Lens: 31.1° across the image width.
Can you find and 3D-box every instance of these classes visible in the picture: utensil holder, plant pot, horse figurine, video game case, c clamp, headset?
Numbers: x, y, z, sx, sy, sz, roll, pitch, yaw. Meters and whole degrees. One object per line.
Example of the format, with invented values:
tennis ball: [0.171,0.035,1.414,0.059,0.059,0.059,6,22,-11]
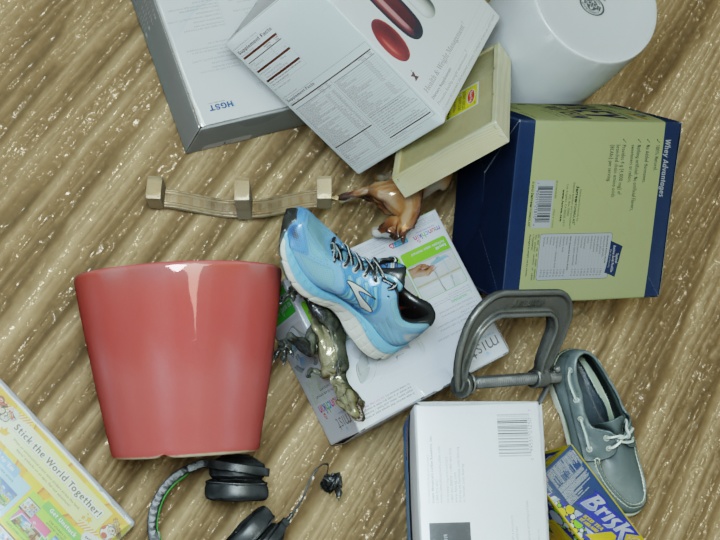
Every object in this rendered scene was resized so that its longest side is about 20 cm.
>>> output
utensil holder: [0.220,-0.268,1.489,0.169,0.200,0.171,6,73,-19]
plant pot: [-0.172,0.089,1.247,0.200,0.200,0.178,-1,84,-21]
horse figurine: [0.047,-0.096,1.406,0.200,0.132,0.050,-37,121,-41]
video game case: [-0.345,0.231,1.219,0.200,0.023,0.182,47,64,-1]
c clamp: [0.159,0.095,1.353,0.200,0.027,0.171,8,111,-47]
headset: [-0.113,0.239,1.292,0.199,0.094,0.124,-17,85,-9]

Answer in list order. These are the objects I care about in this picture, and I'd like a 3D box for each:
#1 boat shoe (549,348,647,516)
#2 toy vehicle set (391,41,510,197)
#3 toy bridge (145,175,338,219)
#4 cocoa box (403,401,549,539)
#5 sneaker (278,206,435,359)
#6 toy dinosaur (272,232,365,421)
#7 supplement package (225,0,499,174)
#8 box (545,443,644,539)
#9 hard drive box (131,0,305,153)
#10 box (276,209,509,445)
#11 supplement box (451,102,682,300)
boat shoe: [0.271,0.180,1.449,0.073,0.062,0.201,-20,82,-25]
toy vehicle set: [0.099,-0.163,1.370,0.027,0.124,0.200,52,25,-24]
toy bridge: [-0.122,-0.075,1.366,0.199,0.067,0.027,0,72,-2]
cocoa box: [0.115,0.242,1.318,0.133,0.131,0.201,-1,74,-3]
sneaker: [0.000,0.000,1.242,0.200,0.090,0.079,43,37,-34]
toy dinosaur: [-0.044,0.053,1.268,0.088,0.047,0.201,11,64,-48]
supplement package: [0.007,-0.253,1.358,0.200,0.147,0.192,43,48,-18]
box: [0.254,0.289,1.405,0.064,0.070,0.200,-36,89,-24]
hard drive box: [-0.145,-0.247,1.409,0.155,0.077,0.201,-16,80,-24]
box: [0.026,0.059,1.372,0.200,0.097,0.177,-26,85,-26]
supplement box: [0.222,-0.078,1.425,0.199,0.134,0.201,-2,106,-22]
